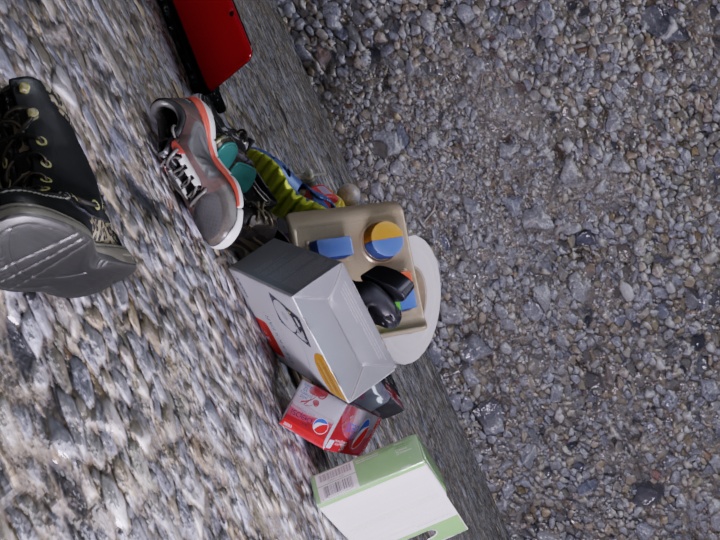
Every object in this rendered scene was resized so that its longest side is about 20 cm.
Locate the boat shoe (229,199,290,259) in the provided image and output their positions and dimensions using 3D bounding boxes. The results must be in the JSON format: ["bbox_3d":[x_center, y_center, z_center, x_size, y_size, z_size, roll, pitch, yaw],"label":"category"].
[{"bbox_3d":[-0.147,-0.066,1.335,0.200,0.073,0.075,54,14,-62],"label":"boat shoe"}]

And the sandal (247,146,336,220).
[{"bbox_3d":[-0.110,-0.115,1.565,0.200,0.080,0.087,43,22,0],"label":"sandal"}]

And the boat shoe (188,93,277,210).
[{"bbox_3d":[-0.180,-0.169,1.455,0.070,0.066,0.200,-83,149,-77],"label":"boat shoe"}]

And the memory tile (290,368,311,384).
[{"bbox_3d":[-0.096,0.101,1.424,0.153,0.017,0.200,-97,162,-67],"label":"memory tile"}]

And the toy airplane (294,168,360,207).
[{"bbox_3d":[-0.052,-0.099,1.878,0.200,0.141,0.199,47,-6,-24],"label":"toy airplane"}]

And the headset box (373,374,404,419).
[{"bbox_3d":[0.001,0.162,1.708,0.149,0.077,0.200,50,18,-65],"label":"headset box"}]

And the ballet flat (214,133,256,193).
[{"bbox_3d":[-0.192,-0.143,1.327,0.200,0.072,0.072,46,21,-81],"label":"ballet flat"}]

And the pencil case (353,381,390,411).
[{"bbox_3d":[-0.029,0.119,1.464,0.091,0.083,0.200,117,-50,-88],"label":"pencil case"}]

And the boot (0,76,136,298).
[{"bbox_3d":[-0.234,-0.065,0.704,0.204,0.073,0.154,52,13,-79],"label":"boot"}]

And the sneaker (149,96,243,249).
[{"bbox_3d":[-0.204,-0.115,1.186,0.082,0.077,0.200,3,60,-53],"label":"sneaker"}]

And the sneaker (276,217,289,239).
[{"bbox_3d":[-0.063,-0.008,1.575,0.073,0.114,0.201,-9,74,-60],"label":"sneaker"}]

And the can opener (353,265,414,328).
[{"bbox_3d":[-0.018,0.029,1.290,0.200,0.079,0.064,13,-52,45],"label":"can opener"}]

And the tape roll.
[{"bbox_3d":[0.049,0.044,1.566,0.202,0.071,0.203,-12,104,-58],"label":"tape roll"}]

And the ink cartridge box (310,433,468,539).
[{"bbox_3d":[0.041,0.298,1.286,0.200,0.145,0.048,59,9,-48],"label":"ink cartridge box"}]

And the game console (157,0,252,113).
[{"bbox_3d":[-0.225,-0.366,1.544,0.172,0.118,0.200,29,39,-78],"label":"game console"}]

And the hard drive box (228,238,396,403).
[{"bbox_3d":[-0.062,0.056,1.238,0.200,0.077,0.156,19,-40,61],"label":"hard drive box"}]

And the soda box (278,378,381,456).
[{"bbox_3d":[-0.035,0.192,1.292,0.070,0.064,0.200,26,-6,18],"label":"soda box"}]

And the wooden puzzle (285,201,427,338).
[{"bbox_3d":[0.000,0.000,1.432,0.046,0.185,0.200,-32,-111,62],"label":"wooden puzzle"}]
